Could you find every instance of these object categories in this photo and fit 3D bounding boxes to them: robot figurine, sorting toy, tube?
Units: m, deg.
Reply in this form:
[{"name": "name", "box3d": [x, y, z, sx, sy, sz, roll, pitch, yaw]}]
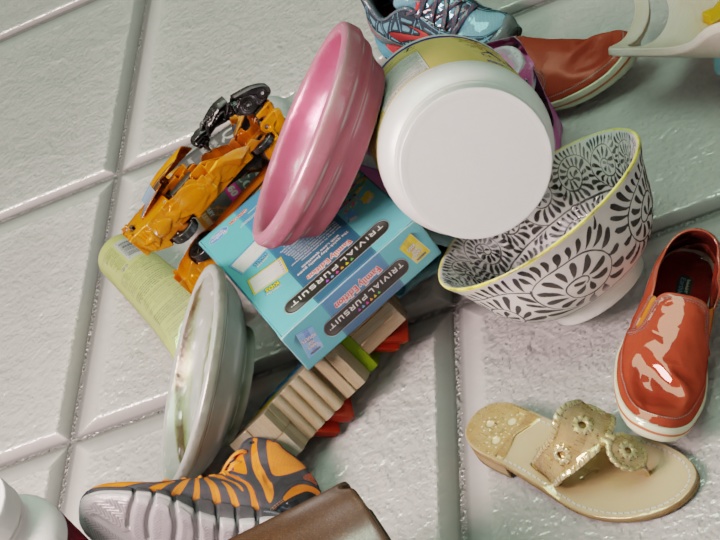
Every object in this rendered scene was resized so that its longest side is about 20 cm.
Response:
[{"name": "robot figurine", "box3d": [-0.120, -0.079, 1.743, 0.200, 0.145, 0.058, -48, 31, -3]}, {"name": "sorting toy", "box3d": [0.316, -0.241, 1.695, 0.180, 0.107, 0.200, -4, 46, 31]}, {"name": "tube", "box3d": [-0.192, 0.027, 1.842, 0.200, 0.052, 0.058, 37, 116, 49]}]

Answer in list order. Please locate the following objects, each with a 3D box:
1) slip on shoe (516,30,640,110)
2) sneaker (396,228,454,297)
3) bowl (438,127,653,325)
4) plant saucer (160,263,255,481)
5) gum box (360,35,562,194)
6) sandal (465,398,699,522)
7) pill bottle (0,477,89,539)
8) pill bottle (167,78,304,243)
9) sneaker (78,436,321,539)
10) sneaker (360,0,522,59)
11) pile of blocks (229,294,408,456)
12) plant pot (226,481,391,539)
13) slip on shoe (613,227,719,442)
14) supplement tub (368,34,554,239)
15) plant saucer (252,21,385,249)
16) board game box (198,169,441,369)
[{"name": "slip on shoe", "box3d": [0.166, -0.191, 1.786, 0.199, 0.061, 0.074, -11, 39, 25]}, {"name": "sneaker", "box3d": [0.000, 0.000, 1.699, 0.200, 0.074, 0.082, -29, 33, 8]}, {"name": "bowl", "box3d": [0.170, -0.017, 1.552, 0.200, 0.094, 0.201, -35, 16, 12]}, {"name": "plant saucer", "box3d": [-0.128, 0.096, 1.645, 0.050, 0.200, 0.200, 11, 38, -13]}, {"name": "gum box", "box3d": [0.083, -0.132, 1.751, 0.199, 0.114, 0.066, -14, 40, 24]}, {"name": "sandal", "box3d": [0.153, 0.129, 1.439, 0.211, 0.070, 0.078, 14, 57, 45]}, {"name": "pill bottle", "box3d": [-0.258, 0.252, 1.500, 0.113, 0.200, 0.113, -22, 40, 19]}, {"name": "pill bottle", "box3d": [-0.094, -0.098, 1.846, 0.200, 0.116, 0.116, -38, 37, -6]}, {"name": "sneaker", "box3d": [-0.126, 0.189, 1.547, 0.199, 0.078, 0.112, 10, 34, -5]}, {"name": "sneaker", "box3d": [0.072, -0.252, 1.910, 0.200, 0.096, 0.079, 12, 56, 44]}, {"name": "pile of blocks", "box3d": [-0.025, 0.098, 1.628, 0.200, 0.062, 0.082, -46, 5, -12]}, {"name": "plant pot", "box3d": [-0.055, 0.266, 1.356, 0.198, 0.201, 0.200, -30, 36, -7]}, {"name": "slip on shoe", "box3d": [0.241, 0.046, 1.459, 0.074, 0.061, 0.200, 15, 51, 9]}, {"name": "supplement tub", "box3d": [0.081, -0.111, 1.569, 0.145, 0.146, 0.200, -31, 17, 4]}, {"name": "plant saucer", "box3d": [-0.031, -0.108, 1.588, 0.201, 0.051, 0.201, -159, 90, -78]}, {"name": "board game box", "box3d": [-0.039, -0.020, 1.649, 0.151, 0.047, 0.200, -41, 36, -2]}]
